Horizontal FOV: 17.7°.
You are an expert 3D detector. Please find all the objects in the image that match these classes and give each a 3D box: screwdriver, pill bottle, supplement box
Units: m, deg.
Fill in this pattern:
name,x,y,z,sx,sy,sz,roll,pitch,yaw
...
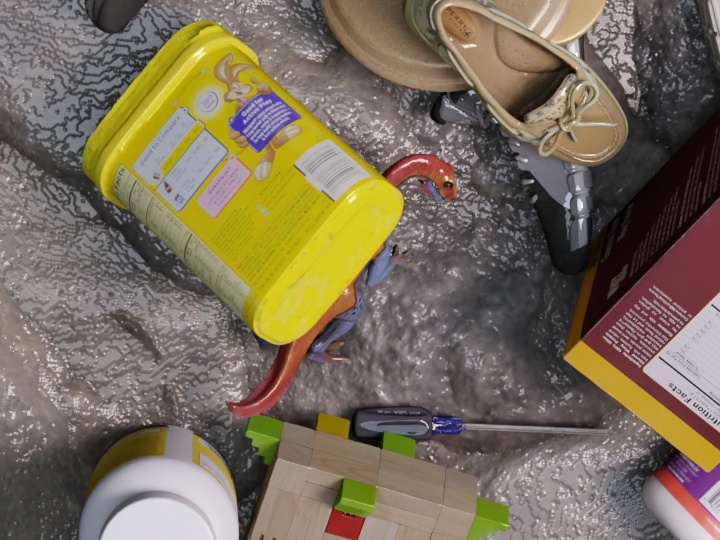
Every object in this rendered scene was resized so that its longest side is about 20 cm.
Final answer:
name,x,y,z,sx,sy,sz,roll,pitch,yaw
screwdriver,0.093,0.117,1.738,0.200,0.029,0.028,2,97,-7
pill bottle,-0.143,0.180,1.640,0.112,0.200,0.112,0,96,-3
supplement box,0.264,-0.006,1.615,0.133,0.197,0.200,38,117,-7
pill bottle,0.312,0.136,1.709,0.200,0.112,0.112,-44,98,2

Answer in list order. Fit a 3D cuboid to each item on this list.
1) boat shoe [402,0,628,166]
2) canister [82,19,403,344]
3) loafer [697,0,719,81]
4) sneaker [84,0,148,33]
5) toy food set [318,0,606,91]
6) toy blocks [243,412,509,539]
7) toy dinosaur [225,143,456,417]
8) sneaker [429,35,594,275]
name,x,y,z,sx,sy,sz,roll,pitch,yaw
boat shoe,0.111,-0.131,1.595,0.200,0.063,0.073,34,102,-25
canister,-0.083,-0.061,1.621,0.149,0.087,0.200,-50,60,5
loafer,0.302,-0.142,1.697,0.070,0.070,0.200,-22,107,5
sneaker,-0.126,-0.230,1.622,0.091,0.076,0.200,34,130,-9
toy food set,0.064,-0.225,1.658,0.200,0.049,0.198,-31,78,1
toy blocks,-0.006,0.199,1.706,0.200,0.100,0.137,16,119,-5
toy dinosaur,0.000,0.000,1.655,0.105,0.200,0.182,26,131,-12
sneaker,0.110,-0.094,1.695,0.115,0.075,0.200,-3,87,2
